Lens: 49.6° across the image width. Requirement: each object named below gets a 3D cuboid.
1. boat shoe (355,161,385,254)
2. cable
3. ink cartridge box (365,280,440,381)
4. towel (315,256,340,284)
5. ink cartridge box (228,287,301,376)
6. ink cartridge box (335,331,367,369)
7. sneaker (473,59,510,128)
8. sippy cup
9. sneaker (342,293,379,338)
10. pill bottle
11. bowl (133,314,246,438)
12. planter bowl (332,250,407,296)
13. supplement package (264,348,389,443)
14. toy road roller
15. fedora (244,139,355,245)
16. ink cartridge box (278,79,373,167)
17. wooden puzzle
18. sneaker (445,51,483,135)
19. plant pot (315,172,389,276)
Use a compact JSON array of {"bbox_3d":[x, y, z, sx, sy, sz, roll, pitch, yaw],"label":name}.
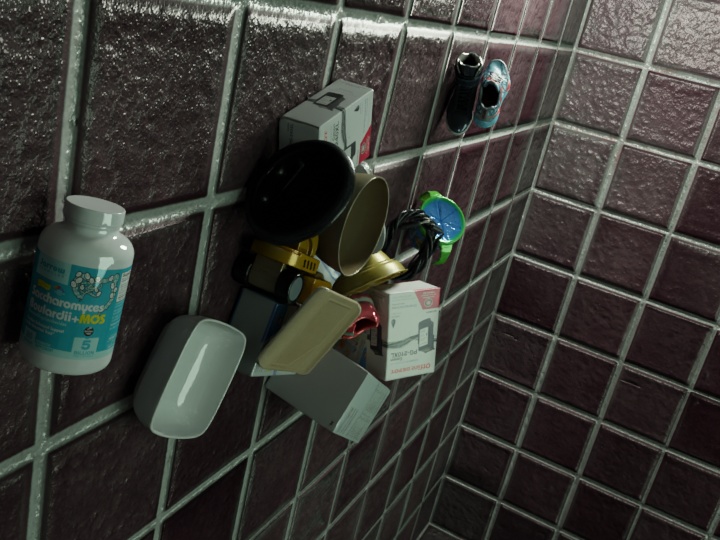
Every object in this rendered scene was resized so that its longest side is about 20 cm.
[{"bbox_3d":[0.014,-0.137,1.682,0.066,0.072,0.201,-47,123,-66],"label":"boat shoe"},{"bbox_3d":[0.111,-0.059,1.966,0.200,0.051,0.163,-47,128,11],"label":"cable"},{"bbox_3d":[0.094,0.133,1.739,0.144,0.084,0.201,-5,104,-33],"label":"ink cartridge box"},{"bbox_3d":[-0.078,-0.028,1.612,0.200,0.024,0.147,-57,138,-30],"label":"towel"},{"bbox_3d":[-0.172,0.120,1.491,0.145,0.084,0.200,-69,161,2],"label":"ink cartridge box"},{"bbox_3d":[0.030,0.154,1.884,0.125,0.200,0.129,12,100,-37],"label":"ink cartridge box"},{"bbox_3d":[0.350,-0.475,2.031,0.096,0.079,0.201,82,20,-69],"label":"sneaker"},{"bbox_3d":[0.194,-0.112,2.100,0.178,0.139,0.130,-63,-171,-27],"label":"sippy cup"},{"bbox_3d":[-0.051,0.109,1.634,0.199,0.087,0.074,-17,132,-17],"label":"sneaker"},{"bbox_3d":[-0.339,0.015,0.938,0.111,0.110,0.201,-14,122,-65],"label":"pill bottle"},{"bbox_3d":[-0.285,0.168,1.270,0.201,0.074,0.200,-67,159,-8],"label":"bowl"},{"bbox_3d":[0.000,0.000,1.748,0.200,0.200,0.084,-15,82,-65],"label":"planter bowl"},{"bbox_3d":[-0.068,0.258,1.714,0.147,0.191,0.200,-57,158,-8],"label":"supplement package"},{"bbox_3d":[-0.125,-0.020,1.418,0.147,0.122,0.200,-69,160,-1],"label":"toy road roller"},{"bbox_3d":[-0.093,-0.118,1.309,0.201,0.200,0.092,-64,156,-14],"label":"fedora"},{"bbox_3d":[-0.061,-0.241,1.422,0.200,0.083,0.146,-47,150,-46],"label":"ink cartridge box"},{"bbox_3d":[-0.095,0.113,1.457,0.185,0.037,0.200,-49,157,3],"label":"wooden puzzle"},{"bbox_3d":[0.267,-0.465,2.018,0.146,0.076,0.203,60,43,-78],"label":"sneaker"},{"bbox_3d":[-0.048,-0.106,1.513,0.200,0.134,0.201,-50,152,-39],"label":"plant pot"}]
